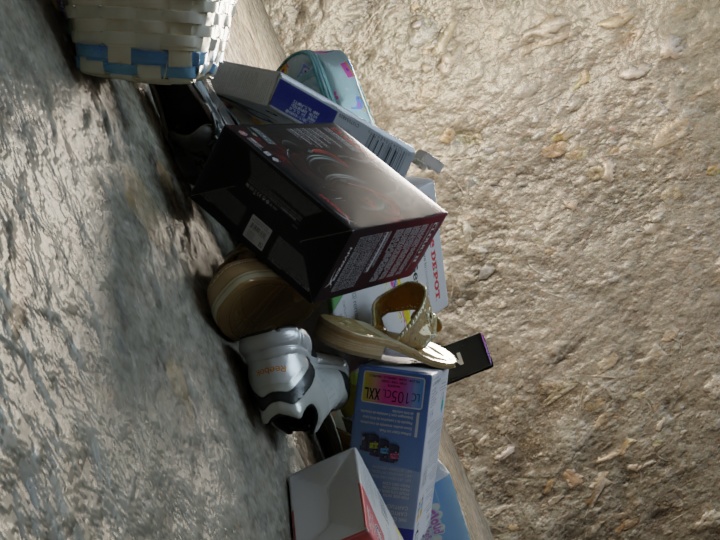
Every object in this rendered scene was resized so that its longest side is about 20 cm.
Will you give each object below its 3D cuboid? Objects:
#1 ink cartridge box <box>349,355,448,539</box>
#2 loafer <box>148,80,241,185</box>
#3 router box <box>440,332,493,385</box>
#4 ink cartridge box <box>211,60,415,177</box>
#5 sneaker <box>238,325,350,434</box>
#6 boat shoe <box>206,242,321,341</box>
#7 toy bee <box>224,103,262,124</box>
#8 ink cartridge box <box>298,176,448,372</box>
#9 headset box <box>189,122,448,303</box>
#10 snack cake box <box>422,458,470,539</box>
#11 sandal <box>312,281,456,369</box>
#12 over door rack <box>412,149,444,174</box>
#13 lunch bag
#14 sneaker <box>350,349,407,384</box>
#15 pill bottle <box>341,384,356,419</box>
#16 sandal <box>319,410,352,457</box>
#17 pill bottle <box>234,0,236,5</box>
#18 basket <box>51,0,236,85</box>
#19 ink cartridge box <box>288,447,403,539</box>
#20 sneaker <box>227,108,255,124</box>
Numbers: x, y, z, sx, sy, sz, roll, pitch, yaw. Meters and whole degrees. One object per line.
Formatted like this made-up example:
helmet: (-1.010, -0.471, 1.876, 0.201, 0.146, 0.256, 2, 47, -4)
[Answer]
ink cartridge box: (0.033, 0.190, 1.127, 0.136, 0.075, 0.204, 2, 94, -79)
loafer: (-0.154, -0.137, 1.025, 0.203, 0.071, 0.063, 69, 25, -13)
router box: (0.085, 0.145, 1.612, 0.149, 0.197, 0.052, 38, 30, -81)
ink cartridge box: (-0.072, -0.164, 1.223, 0.198, 0.041, 0.199, 24, 1, -39)
sneaker: (-0.055, 0.109, 1.012, 0.200, 0.073, 0.081, 41, 37, -69)
boat shoe: (-0.092, 0.012, 1.001, 0.069, 0.074, 0.200, 47, 7, 13)
toy bee: (-0.105, -0.147, 1.344, 0.132, 0.107, 0.201, -111, 176, -46)
ink cartridge box: (0.000, 0.000, 1.185, 0.199, 0.083, 0.147, -30, 118, -48)
headset box: (-0.027, -0.057, 1.011, 0.148, 0.076, 0.199, 40, 24, 20)
snack cake box: (0.069, 0.278, 1.335, 0.115, 0.067, 0.202, 50, -17, 52)
sandal: (0.040, 0.044, 1.099, 0.077, 0.071, 0.210, 26, 9, 35)
over door rack: (0.030, -0.075, 1.384, 0.066, 0.149, 0.200, 28, 3, -21)
lunch bag: (-0.074, -0.173, 1.436, 0.076, 0.199, 0.162, -14, 79, -41)
sneaker: (-0.007, 0.084, 1.313, 0.199, 0.076, 0.105, 40, 2, -30)
pill bottle: (0.005, 0.103, 1.408, 0.112, 0.111, 0.203, 31, 36, -83)
sandal: (-0.007, 0.182, 1.232, 0.080, 0.053, 0.203, -48, 116, -85)
pill bottle: (-0.180, -0.312, 1.205, 0.201, 0.111, 0.113, -107, 173, -58)
basket: (-0.153, -0.239, 0.850, 0.176, 0.137, 0.203, -83, 180, -82)
ink cartridge box: (0.011, 0.264, 0.963, 0.117, 0.067, 0.202, -102, 168, -65)
sneaker: (-0.109, -0.064, 1.179, 0.202, 0.077, 0.099, 58, 12, -7)
